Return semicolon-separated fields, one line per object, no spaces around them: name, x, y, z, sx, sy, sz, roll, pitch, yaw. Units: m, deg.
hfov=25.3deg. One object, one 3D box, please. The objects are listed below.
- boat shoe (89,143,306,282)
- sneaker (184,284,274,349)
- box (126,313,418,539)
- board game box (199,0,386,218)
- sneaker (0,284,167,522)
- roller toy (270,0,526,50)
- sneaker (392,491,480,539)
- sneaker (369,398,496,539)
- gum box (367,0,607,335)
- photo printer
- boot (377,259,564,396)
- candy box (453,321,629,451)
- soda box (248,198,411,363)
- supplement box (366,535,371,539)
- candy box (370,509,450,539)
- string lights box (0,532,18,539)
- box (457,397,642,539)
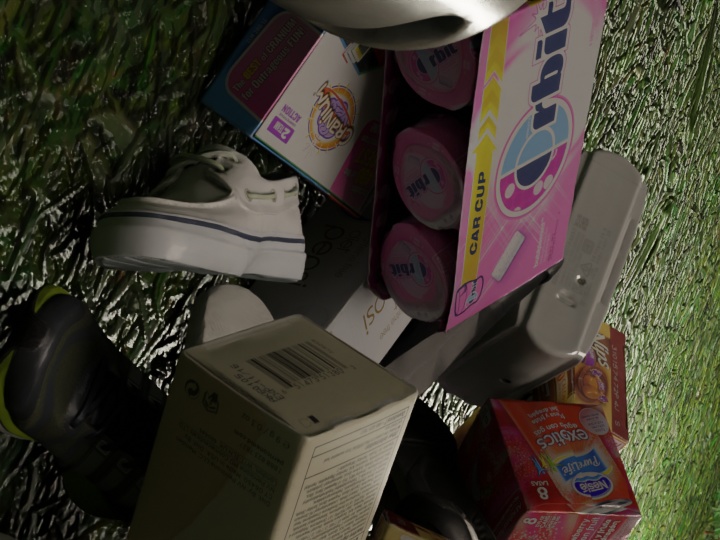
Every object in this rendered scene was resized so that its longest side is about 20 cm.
boat shoe;-0.080;-0.031;0.810;0.200;0.073;0.067;9;84;-77
sneaker;-0.084;0.111;0.890;0.075;0.088;0.202;2;79;-46
box;-0.054;0.131;0.751;0.095;0.078;0.201;-15;130;-55
board game box;0.014;-0.140;0.884;0.201;0.040;0.153;-55;154;0
sneaker;-0.113;0.073;0.772;0.074;0.080;0.200;-64;156;-20
roller toy;0.010;-0.201;0.731;0.182;0.201;0.140;-39;162;14
sneaker;0.018;0.232;0.944;0.087;0.075;0.201;-14;119;-57
sneaker;0.027;0.173;1.117;0.076;0.200;0.115;13;124;-31
gum box;0.069;-0.072;0.902;0.113;0.066;0.201;-29;136;-40
photo printer;0.129;0.013;1.216;0.167;0.069;0.200;-66;-171;-22
boot;0.023;0.048;1.068;0.200;0.066;0.165;-43;-173;-28
candy box;0.130;0.136;1.259;0.200;0.056;0.117;-50;-160;37
soda box;0.000;0.000;0.991;0.200;0.068;0.064;-52;142;-41
supplement box;-0.065;0.244;0.983;0.201;0.103;0.131;-67;158;-15
candy box;-0.003;0.233;0.857;0.115;0.055;0.201;91;23;-84
string lights box;-0.151;0.216;0.822;0.103;0.059;0.200;-64;156;-19
box;0.107;0.192;1.151;0.201;0.095;0.100;115;-30;-41
